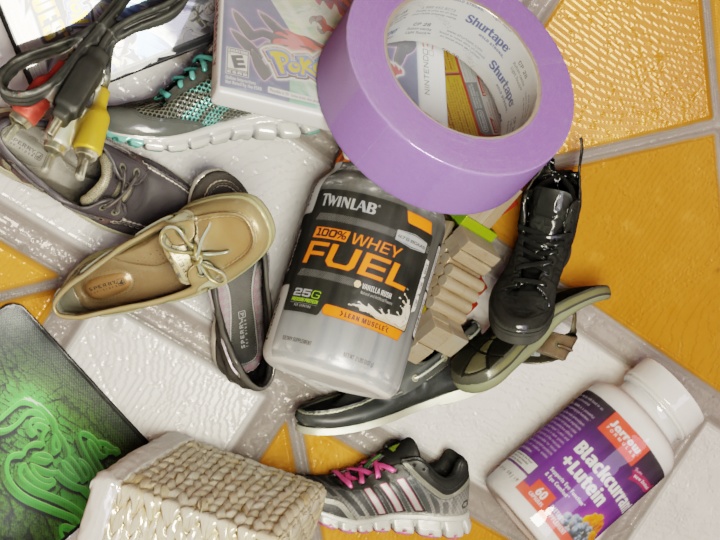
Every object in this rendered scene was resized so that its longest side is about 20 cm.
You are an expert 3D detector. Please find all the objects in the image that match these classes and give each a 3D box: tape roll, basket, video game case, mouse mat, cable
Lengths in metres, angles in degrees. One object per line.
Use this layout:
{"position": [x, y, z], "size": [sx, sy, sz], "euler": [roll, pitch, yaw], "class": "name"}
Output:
{"position": [0.069, -0.146, 1.059], "size": [0.200, 0.066, 0.201], "euler": [12, 59, -21], "class": "tape roll"}
{"position": [-0.140, 0.260, 1.100], "size": [0.160, 0.200, 0.199], "euler": [16, 96, 7], "class": "basket"}
{"position": [-0.023, -0.194, 1.093], "size": [0.200, 0.023, 0.183], "euler": [11, 59, -20], "class": "video game case"}
{"position": [-0.295, 0.146, 1.148], "size": [0.161, 0.008, 0.200], "euler": [-41, 112, -6], "class": "mouse mat"}
{"position": [-0.214, -0.256, 1.072], "size": [0.180, 0.025, 0.200], "euler": [-24, 108, -12], "class": "video game case"}
{"position": [-0.213, -0.171, 1.050], "size": [0.097, 0.050, 0.200], "euler": [28, 67, 0], "class": "cable"}
{"position": [0.067, -0.163, 1.142], "size": [0.200, 0.017, 0.143], "euler": [-4, 64, -19], "class": "video game case"}

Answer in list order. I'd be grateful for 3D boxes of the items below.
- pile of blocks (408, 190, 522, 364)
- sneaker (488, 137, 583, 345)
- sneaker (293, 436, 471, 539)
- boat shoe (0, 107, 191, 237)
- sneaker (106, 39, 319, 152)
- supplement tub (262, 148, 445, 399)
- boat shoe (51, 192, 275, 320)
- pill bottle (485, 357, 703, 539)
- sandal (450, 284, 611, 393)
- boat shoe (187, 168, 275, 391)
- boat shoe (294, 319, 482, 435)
{"position": [0.087, -0.008, 1.204], "size": [0.062, 0.082, 0.200], "euler": [28, 84, -40], "class": "pile of blocks"}
{"position": [0.161, -0.031, 1.187], "size": [0.060, 0.200, 0.104], "euler": [13, 130, 15], "class": "sneaker"}
{"position": [0.018, 0.194, 1.230], "size": [0.199, 0.074, 0.088], "euler": [9, 96, -22], "class": "sneaker"}
{"position": [-0.217, -0.074, 1.091], "size": [0.200, 0.065, 0.072], "euler": [27, 90, -23], "class": "boat shoe"}
{"position": [-0.124, -0.151, 1.101], "size": [0.200, 0.078, 0.091], "euler": [-11, 109, -25], "class": "sneaker"}
{"position": [0.000, 0.000, 1.136], "size": [0.122, 0.122, 0.200], "euler": [20, 79, -21], "class": "supplement tub"}
{"position": [-0.160, -0.003, 1.078], "size": [0.200, 0.063, 0.073], "euler": [-24, 100, 24], "class": "boat shoe"}
{"position": [0.228, 0.179, 1.272], "size": [0.200, 0.111, 0.111], "euler": [-40, 111, -6], "class": "pill bottle"}
{"position": [0.157, 0.066, 1.216], "size": [0.201, 0.080, 0.057], "euler": [-34, 106, -36], "class": "sandal"}
{"position": [-0.102, 0.011, 1.135], "size": [0.067, 0.057, 0.200], "euler": [-19, 120, -27], "class": "boat shoe"}
{"position": [0.028, 0.100, 1.213], "size": [0.200, 0.072, 0.068], "euler": [-17, 102, -19], "class": "boat shoe"}
